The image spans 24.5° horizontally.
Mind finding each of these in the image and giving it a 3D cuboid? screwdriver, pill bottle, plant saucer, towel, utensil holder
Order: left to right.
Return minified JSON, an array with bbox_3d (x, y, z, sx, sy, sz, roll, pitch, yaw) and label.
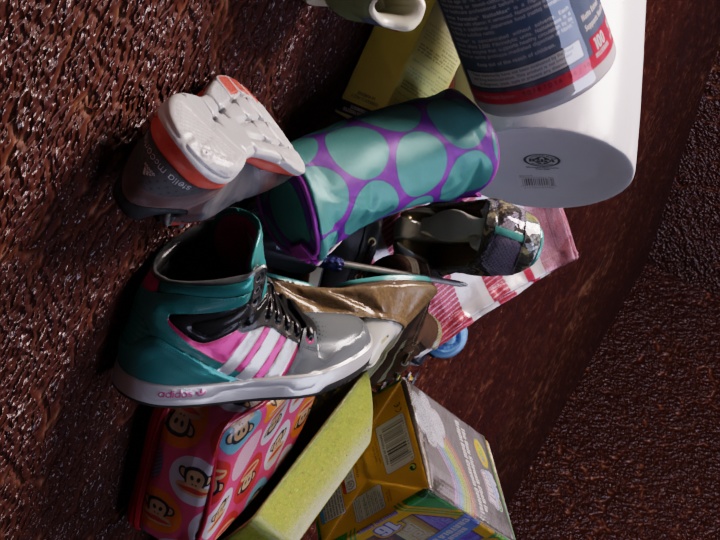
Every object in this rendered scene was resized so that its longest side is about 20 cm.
[{"bbox_3d":[-0.074,0.197,1.401,0.200,0.048,0.200,-41,-173,45],"label":"plant saucer"},{"bbox_3d":[0.000,0.000,1.283,0.028,0.198,0.029,-53,-147,40],"label":"screwdriver"},{"bbox_3d":[0.099,-0.025,1.498,0.199,0.023,0.145,-31,118,-16],"label":"towel"},{"bbox_3d":[0.108,-0.229,1.240,0.120,0.119,0.201,-52,128,-41],"label":"pill bottle"},{"bbox_3d":[0.161,-0.177,1.418,0.170,0.168,0.202,78,17,-67],"label":"utensil holder"}]

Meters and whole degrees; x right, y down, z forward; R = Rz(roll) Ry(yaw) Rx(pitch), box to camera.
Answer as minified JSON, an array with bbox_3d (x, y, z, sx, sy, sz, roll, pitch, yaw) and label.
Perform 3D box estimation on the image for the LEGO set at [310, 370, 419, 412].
[{"bbox_3d":[-0.011,0.184,1.626,0.202,0.115,0.154,-68,165,11],"label":"LEGO set"}]

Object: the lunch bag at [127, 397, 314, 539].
[{"bbox_3d":[-0.099,0.126,1.291,0.200,0.081,0.178,-46,157,-54],"label":"lunch bag"}]

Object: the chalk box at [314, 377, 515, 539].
[{"bbox_3d":[0.055,0.211,1.529,0.123,0.125,0.200,-30,139,19],"label":"chalk box"}]

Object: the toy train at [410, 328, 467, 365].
[{"bbox_3d":[0.075,-0.006,1.632,0.201,0.114,0.087,-59,-158,7],"label":"toy train"}]

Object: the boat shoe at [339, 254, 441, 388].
[{"bbox_3d":[0.034,0.042,1.413,0.202,0.074,0.076,127,-39,-62],"label":"boat shoe"}]

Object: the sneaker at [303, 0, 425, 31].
[{"bbox_3d":[0.004,-0.223,1.068,0.068,0.089,0.201,-58,164,-20],"label":"sneaker"}]

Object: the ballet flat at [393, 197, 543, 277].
[{"bbox_3d":[0.067,-0.030,1.359,0.200,0.072,0.072,-2,-127,58],"label":"ballet flat"}]

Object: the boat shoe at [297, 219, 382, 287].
[{"bbox_3d":[-0.029,0.031,1.385,0.074,0.062,0.203,-109,-150,-54],"label":"boat shoe"}]

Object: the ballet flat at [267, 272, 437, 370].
[{"bbox_3d":[-0.025,0.040,1.244,0.068,0.198,0.073,-31,-117,50],"label":"ballet flat"}]

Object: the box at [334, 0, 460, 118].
[{"bbox_3d":[0.055,-0.201,1.331,0.075,0.050,0.202,22,94,-56],"label":"box"}]

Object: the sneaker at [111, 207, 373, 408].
[{"bbox_3d":[-0.070,0.018,1.126,0.198,0.084,0.122,-6,120,-35],"label":"sneaker"}]

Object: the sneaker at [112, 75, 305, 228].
[{"bbox_3d":[-0.101,-0.068,1.039,0.082,0.077,0.200,-40,171,16],"label":"sneaker"}]

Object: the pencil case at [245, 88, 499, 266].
[{"bbox_3d":[0.013,-0.072,1.247,0.199,0.085,0.094,-23,109,-37],"label":"pencil case"}]
